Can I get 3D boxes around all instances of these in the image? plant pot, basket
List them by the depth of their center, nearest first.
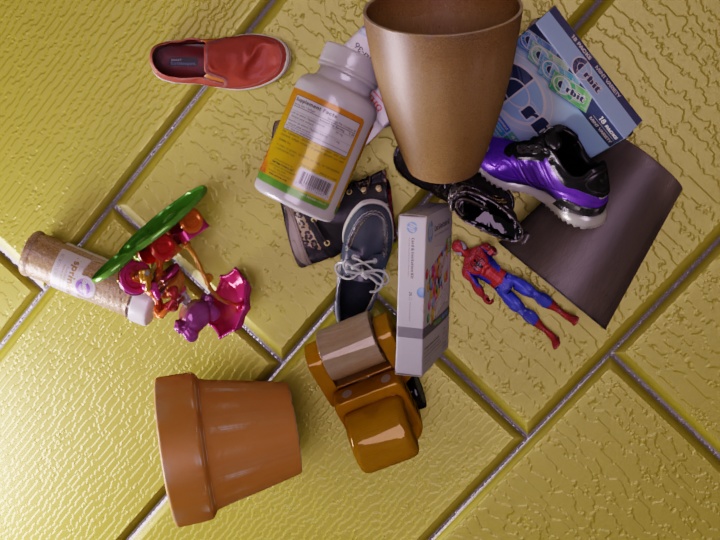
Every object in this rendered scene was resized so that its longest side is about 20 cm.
[{"bbox_3d":[0.100,-0.215,1.149,0.182,0.188,0.203,-1,122,6],"label":"plant pot"},{"bbox_3d":[0.306,-0.060,1.243,0.180,0.136,0.201,39,97,15],"label":"basket"},{"bbox_3d":[-0.178,0.231,1.324,0.179,0.200,0.205,-10,99,-9],"label":"plant pot"}]

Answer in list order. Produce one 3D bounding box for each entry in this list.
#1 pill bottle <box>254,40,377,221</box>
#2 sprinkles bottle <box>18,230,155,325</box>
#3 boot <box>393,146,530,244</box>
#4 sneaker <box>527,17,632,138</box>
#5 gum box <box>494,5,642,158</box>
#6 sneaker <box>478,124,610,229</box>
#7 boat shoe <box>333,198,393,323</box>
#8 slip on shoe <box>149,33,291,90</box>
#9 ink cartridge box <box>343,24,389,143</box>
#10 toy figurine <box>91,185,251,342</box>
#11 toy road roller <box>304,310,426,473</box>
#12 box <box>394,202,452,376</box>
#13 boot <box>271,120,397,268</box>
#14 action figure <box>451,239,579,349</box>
[{"bbox_3d":[-0.045,-0.174,1.199,0.109,0.111,0.203,24,95,1],"label":"pill bottle"},{"bbox_3d":[-0.378,0.011,1.358,0.197,0.068,0.069,22,102,2],"label":"sprinkles bottle"},{"bbox_3d":[0.126,-0.104,1.228,0.197,0.174,0.070,26,105,1],"label":"boot"},{"bbox_3d":[0.268,-0.229,1.229,0.081,0.075,0.201,-47,64,20],"label":"sneaker"},{"bbox_3d":[0.227,-0.205,1.197,0.044,0.200,0.171,-41,95,-26],"label":"gum box"},{"bbox_3d":[0.223,-0.139,1.176,0.199,0.069,0.101,32,140,32],"label":"sneaker"},{"bbox_3d":[0.000,0.000,1.280,0.073,0.062,0.202,12,127,-9],"label":"boat shoe"},{"bbox_3d":[-0.190,-0.281,1.291,0.195,0.061,0.076,1,98,4],"label":"slip on shoe"},{"bbox_3d":[0.038,-0.270,1.264,0.200,0.068,0.117,-42,93,11],"label":"ink cartridge box"},{"bbox_3d":[-0.232,0.020,1.304,0.200,0.149,0.185,-46,109,-29],"label":"toy figurine"},{"bbox_3d":[0.016,0.170,1.282,0.121,0.147,0.202,-22,126,9],"label":"toy road roller"},{"bbox_3d":[0.085,0.020,1.264,0.040,0.156,0.205,3,100,17],"label":"box"},{"bbox_3d":[-0.036,-0.112,1.297,0.147,0.073,0.204,-9,103,9],"label":"boot"},{"bbox_3d":[0.201,0.027,1.287,0.199,0.099,0.066,38,100,1],"label":"action figure"}]
